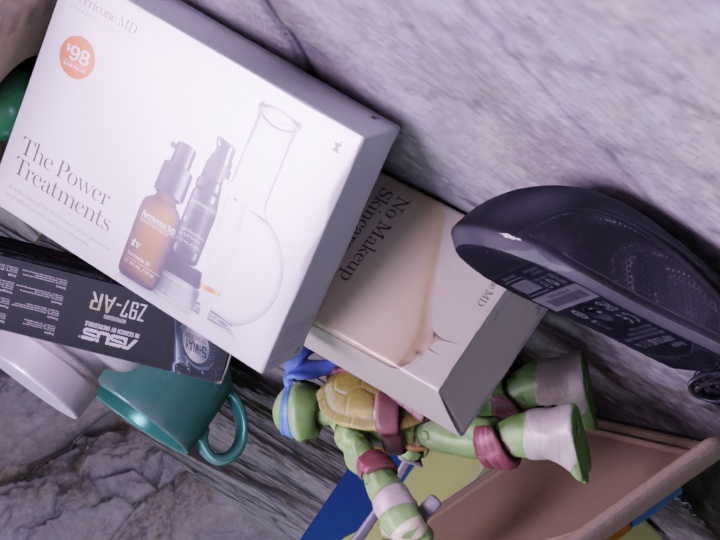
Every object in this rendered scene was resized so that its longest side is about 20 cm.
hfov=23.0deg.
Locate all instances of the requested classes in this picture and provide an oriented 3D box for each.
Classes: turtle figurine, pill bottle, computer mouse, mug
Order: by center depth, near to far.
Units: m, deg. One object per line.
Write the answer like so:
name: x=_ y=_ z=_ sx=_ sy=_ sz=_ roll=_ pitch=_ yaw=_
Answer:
computer mouse: x=0.139 y=0.007 z=0.859 sx=0.200 sy=0.053 sz=0.138 roll=27 pitch=169 yaw=-12
turtle figurine: x=0.050 y=0.125 z=1.101 sx=0.194 sy=0.200 sz=0.144 roll=-8 pitch=171 yaw=16
pill bottle: x=-0.172 y=-0.001 z=1.239 sx=0.113 sy=0.200 sz=0.113 roll=33 pitch=166 yaw=9
mug: x=-0.204 y=0.113 z=1.884 sx=0.152 sy=0.114 sz=0.185 roll=21 pitch=161 yaw=44

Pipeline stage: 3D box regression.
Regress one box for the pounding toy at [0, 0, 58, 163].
pounding toy: x=-0.244 y=-0.128 z=1.067 sx=0.200 sy=0.142 sz=0.184 roll=33 pitch=126 yaw=8

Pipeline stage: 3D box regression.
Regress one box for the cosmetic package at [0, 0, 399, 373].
cosmetic package: x=-0.097 y=-0.059 z=0.982 sx=0.200 sy=0.151 sz=0.052 roll=31 pitch=-159 yaw=17

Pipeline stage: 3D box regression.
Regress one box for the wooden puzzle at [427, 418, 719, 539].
wooden puzzle: x=0.116 y=0.156 z=1.126 sx=0.037 sy=0.185 sz=0.200 roll=63 pitch=159 yaw=-10

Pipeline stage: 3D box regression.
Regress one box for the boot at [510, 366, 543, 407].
boot: x=0.015 y=0.059 z=1.243 sx=0.158 sy=0.080 sz=0.211 roll=35 pitch=157 yaw=-29

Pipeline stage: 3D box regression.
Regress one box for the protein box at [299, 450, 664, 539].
protein box: x=0.088 y=0.219 z=1.362 sx=0.200 sy=0.199 sz=0.135 roll=44 pitch=164 yaw=-33

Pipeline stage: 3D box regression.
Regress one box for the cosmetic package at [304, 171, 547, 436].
cosmetic package: x=0.000 y=0.000 z=1.042 sx=0.200 sy=0.104 sz=0.073 roll=27 pitch=164 yaw=27

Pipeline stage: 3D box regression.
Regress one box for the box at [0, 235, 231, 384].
box: x=-0.180 y=0.016 z=1.095 sx=0.200 sy=0.044 sz=0.160 roll=15 pitch=-178 yaw=-10
